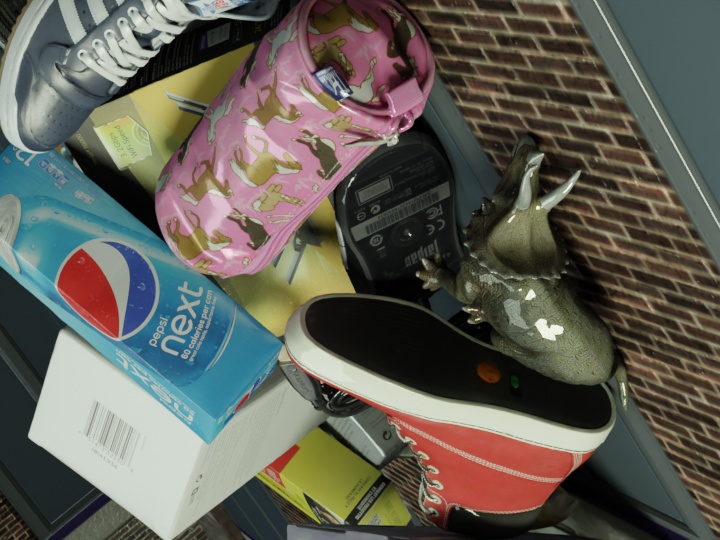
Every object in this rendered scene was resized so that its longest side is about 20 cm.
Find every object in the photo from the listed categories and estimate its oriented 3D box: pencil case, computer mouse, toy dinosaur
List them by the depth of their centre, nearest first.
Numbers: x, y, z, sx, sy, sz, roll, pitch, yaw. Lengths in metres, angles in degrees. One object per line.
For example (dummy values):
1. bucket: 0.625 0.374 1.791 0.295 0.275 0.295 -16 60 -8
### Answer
1. toy dinosaur: 0.093 0.022 1.018 0.200 0.077 0.102 62 169 -28
2. pencil case: -0.041 -0.072 1.040 0.083 0.087 0.200 23 144 -20
3. computer mouse: 0.000 0.000 1.140 0.046 0.140 0.200 56 173 44

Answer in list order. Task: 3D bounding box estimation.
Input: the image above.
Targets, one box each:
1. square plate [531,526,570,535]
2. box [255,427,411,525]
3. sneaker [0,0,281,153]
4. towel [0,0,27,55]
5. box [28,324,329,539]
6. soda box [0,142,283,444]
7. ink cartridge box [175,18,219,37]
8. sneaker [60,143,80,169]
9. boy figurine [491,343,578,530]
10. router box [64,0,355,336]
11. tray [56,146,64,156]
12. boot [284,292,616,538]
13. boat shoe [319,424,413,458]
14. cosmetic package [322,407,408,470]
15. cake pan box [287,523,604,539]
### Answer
1. square plate: 0.095 0.255 1.339 0.029 0.200 0.198 66 162 -15
2. box: -0.056 0.139 1.454 0.200 0.050 0.075 34 164 27
3. sneaker: -0.118 -0.139 1.060 0.108 0.200 0.070 33 -176 32
4. towel: -0.201 -0.174 1.348 0.193 0.035 0.200 50 -158 -6
5. box: -0.106 0.071 1.288 0.124 0.200 0.098 34 125 17
6. soda box: -0.142 0.009 1.123 0.200 0.064 0.068 39 163 5
7. ink cartridge box: -0.094 -0.106 1.261 0.147 0.083 0.200 32 157 55
8. sneaker: -0.193 -0.086 1.396 0.200 0.086 0.078 52 -158 4
9. boy figurine: 0.100 0.125 1.279 0.124 0.064 0.200 43 165 28
10. router box: -0.069 -0.053 1.168 0.052 0.157 0.200 -90 -25 -54
11. tray: -0.166 -0.094 1.481 0.200 0.099 0.037 42 -162 31
12. boot: 0.032 0.097 1.138 0.199 0.073 0.144 20 134 -11
13. boat shoe: -0.033 0.088 1.508 0.201 0.072 0.060 33 147 4
14. cosmetic package: -0.024 0.049 1.429 0.200 0.085 0.108 50 166 7
15. cake pan box: 0.079 0.194 1.240 0.200 0.184 0.052 -4 83 55
